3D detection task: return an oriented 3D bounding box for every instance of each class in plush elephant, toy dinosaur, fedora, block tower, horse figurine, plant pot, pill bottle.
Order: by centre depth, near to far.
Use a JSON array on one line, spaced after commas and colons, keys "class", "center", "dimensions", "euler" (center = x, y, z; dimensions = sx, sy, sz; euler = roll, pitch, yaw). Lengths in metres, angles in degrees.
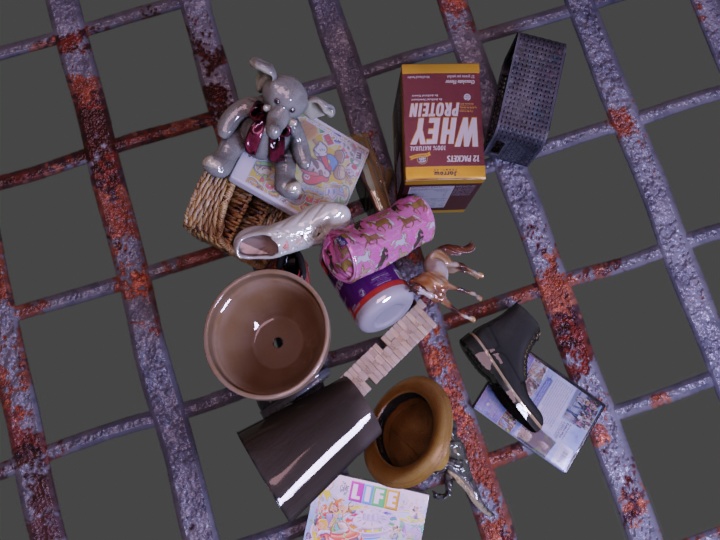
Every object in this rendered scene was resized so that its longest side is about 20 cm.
[{"class": "plush elephant", "center": [-0.132, -0.234, 1.008], "dimensions": [0.163, 0.155, 0.203], "euler": [21, 68, -15]}, {"class": "plant pot", "center": [-0.140, 0.108, 1.026], "dimensions": [0.197, 0.093, 0.204], "euler": [-2, 72, 6]}, {"class": "fedora", "center": [0.094, 0.278, 1.084], "dimensions": [0.082, 0.200, 0.202], "euler": [37, 80, -32]}, {"class": "toy dinosaur", "center": [0.157, 0.350, 1.119], "dimensions": [0.087, 0.047, 0.203], "euler": [-22, 85, -12]}, {"class": "pill bottle", "center": [0.000, 0.000, 1.124], "dimensions": [0.111, 0.113, 0.201], "euler": [-31, 63, -6]}, {"class": "horse figurine", "center": [0.152, 0.009, 1.135], "dimensions": [0.131, 0.050, 0.201], "euler": [23, 39, -2]}, {"class": "block tower", "center": [0.052, 0.141, 1.145], "dimensions": [0.058, 0.054, 0.200], "euler": [44, 83, 5]}]

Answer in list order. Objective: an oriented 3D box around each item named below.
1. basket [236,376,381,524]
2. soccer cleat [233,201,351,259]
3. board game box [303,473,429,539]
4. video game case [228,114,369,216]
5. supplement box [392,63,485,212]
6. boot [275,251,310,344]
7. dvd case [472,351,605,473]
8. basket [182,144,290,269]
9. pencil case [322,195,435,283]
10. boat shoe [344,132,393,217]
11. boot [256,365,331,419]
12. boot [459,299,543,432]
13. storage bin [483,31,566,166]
[{"class": "basket", "center": [-0.076, 0.274, 1.052], "dimensions": [0.199, 0.137, 0.180], "euler": [-33, 44, -15]}, {"class": "soccer cleat", "center": [-0.109, -0.057, 1.041], "dimensions": [0.197, 0.078, 0.070], "euler": [-16, 112, 3]}, {"class": "board game box", "center": [0.008, 0.429, 1.106], "dimensions": [0.196, 0.034, 0.137], "euler": [12, 80, 1]}, {"class": "video game case", "center": [-0.100, -0.182, 1.106], "dimensions": [0.198, 0.023, 0.184], "euler": [28, 66, -14]}, {"class": "supplement box", "center": [0.130, -0.223, 1.133], "dimensions": [0.130, 0.200, 0.201], "euler": [-1, 81, -2]}, {"class": "boot", "center": [-0.111, 0.065, 1.109], "dimensions": [0.071, 0.144, 0.204], "euler": [-7, 81, -3]}, {"class": "dvd case", "center": [0.318, 0.241, 1.152], "dimensions": [0.199, 0.018, 0.144], "euler": [35, 81, 5]}, {"class": "basket", "center": [-0.200, -0.126, 1.139], "dimensions": [0.147, 0.143, 0.202], "euler": [25, 81, 4]}, {"class": "pencil case", "center": [0.033, -0.055, 1.052], "dimensions": [0.198, 0.082, 0.088], "euler": [-26, 121, -34]}, {"class": "boat shoe", "center": [0.030, -0.168, 1.192], "dimensions": [0.075, 0.072, 0.203], "euler": [-21, 81, -17]}, {"class": "boot", "center": [-0.160, 0.133, 1.110], "dimensions": [0.164, 0.065, 0.202], "euler": [-35, 80, 25]}, {"class": "boot", "center": [0.285, 0.162, 1.122], "dimensions": [0.137, 0.078, 0.201], "euler": [-34, 82, -11]}, {"class": "storage bin", "center": [0.297, -0.310, 1.183], "dimensions": [0.092, 0.135, 0.203], "euler": [14, 80, 1]}]
